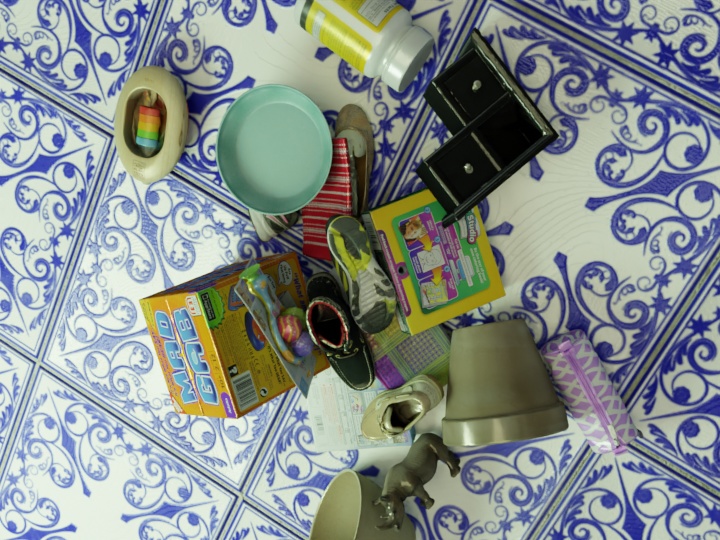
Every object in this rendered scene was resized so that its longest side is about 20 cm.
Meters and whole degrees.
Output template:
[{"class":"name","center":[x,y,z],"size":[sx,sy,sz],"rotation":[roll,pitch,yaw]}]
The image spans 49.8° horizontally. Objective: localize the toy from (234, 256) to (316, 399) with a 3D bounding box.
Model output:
[{"class":"toy","center":[-0.109,0.077,1.160],"size":[0.047,0.116,0.201],"rotation":[-27,109,17]}]

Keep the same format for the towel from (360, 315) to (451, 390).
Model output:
[{"class":"towel","center":[0.071,0.119,1.283],"size":[0.143,0.023,0.201],"rotation":[-37,100,3]}]

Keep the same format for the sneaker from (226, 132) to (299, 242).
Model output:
[{"class":"sneaker","center":[-0.161,-0.157,1.310],"size":[0.085,0.080,0.203],"rotation":[-19,105,8]}]

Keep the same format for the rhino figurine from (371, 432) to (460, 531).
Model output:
[{"class":"rhino figurine","center":[0.087,0.354,1.290],"size":[0.088,0.200,0.060],"rotation":[48,150,0]}]

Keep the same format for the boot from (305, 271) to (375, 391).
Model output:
[{"class":"boot","center":[-0.033,0.113,1.187],"size":[0.072,0.154,0.206],"rotation":[-22,102,3]}]

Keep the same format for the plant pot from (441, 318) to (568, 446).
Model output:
[{"class":"plant pot","center":[0.212,0.171,1.216],"size":[0.197,0.200,0.177],"rotation":[-11,84,19]}]

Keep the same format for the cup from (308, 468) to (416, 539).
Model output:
[{"class":"cup","center":[0.012,0.466,1.346],"size":[0.141,0.201,0.202],"rotation":[24,111,-18]}]

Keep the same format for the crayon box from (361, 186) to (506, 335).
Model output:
[{"class":"crayon box","center":[0.115,-0.026,1.214],"size":[0.170,0.058,0.203],"rotation":[-21,97,-14]}]

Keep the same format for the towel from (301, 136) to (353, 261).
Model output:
[{"class":"towel","center":[-0.059,-0.115,1.263],"size":[0.144,0.022,0.204],"rotation":[15,112,52]}]

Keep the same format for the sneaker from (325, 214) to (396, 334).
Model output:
[{"class":"sneaker","center":[0.000,0.000,1.192],"size":[0.073,0.085,0.203],"rotation":[-20,111,-6]}]

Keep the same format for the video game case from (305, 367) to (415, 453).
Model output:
[{"class":"video game case","center":[-0.007,0.209,1.352],"size":[0.178,0.045,0.204],"rotation":[-7,100,17]}]

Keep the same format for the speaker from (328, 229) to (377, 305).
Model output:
[{"class":"speaker","center":[-0.013,0.019,1.293],"size":[0.081,0.081,0.200],"rotation":[42,111,3]}]

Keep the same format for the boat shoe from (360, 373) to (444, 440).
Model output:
[{"class":"boat shoe","center":[0.054,0.234,1.255],"size":[0.072,0.065,0.200],"rotation":[51,134,0]}]

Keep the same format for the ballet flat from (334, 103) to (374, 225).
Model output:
[{"class":"ballet flat","center":[-0.012,-0.166,1.257],"size":[0.067,0.067,0.204],"rotation":[-2,102,13]}]

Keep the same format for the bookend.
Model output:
[{"class":"bookend","center":[0.148,-0.207,1.144],"size":[0.198,0.092,0.201],"rotation":[-38,90,-7]}]

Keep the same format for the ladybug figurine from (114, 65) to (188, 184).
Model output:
[{"class":"ladybug figurine","center":[-0.354,-0.249,1.338],"size":[0.134,0.072,0.203],"rotation":[18,107,11]}]

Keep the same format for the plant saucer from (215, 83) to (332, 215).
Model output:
[{"class":"plant saucer","center":[-0.133,-0.190,1.231],"size":[0.196,0.036,0.204],"rotation":[2,98,16]}]

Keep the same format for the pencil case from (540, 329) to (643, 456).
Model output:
[{"class":"pencil case","center":[0.358,0.193,1.219],"size":[0.083,0.085,0.202],"rotation":[-30,92,19]}]

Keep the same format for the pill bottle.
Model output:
[{"class":"pill bottle","center":[0.007,-0.369,1.179],"size":[0.199,0.114,0.115],"rotation":[38,110,5]}]

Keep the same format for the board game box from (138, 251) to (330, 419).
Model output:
[{"class":"board game box","center":[-0.206,0.104,1.270],"size":[0.198,0.198,0.203],"rotation":[-8,102,49]}]
